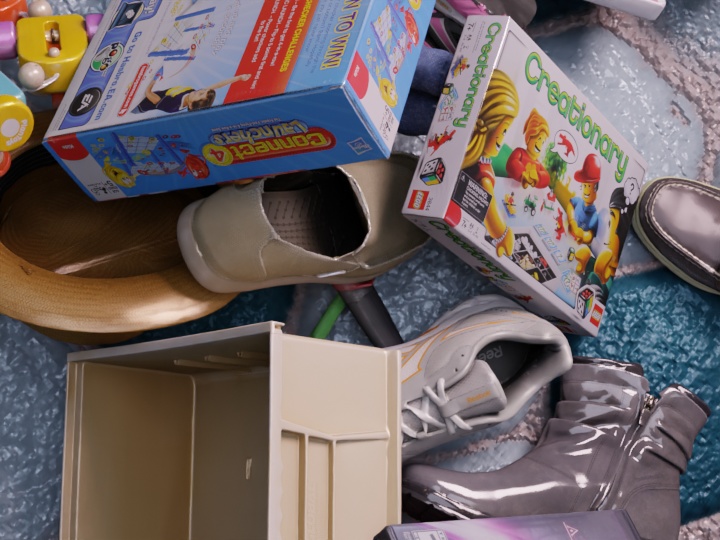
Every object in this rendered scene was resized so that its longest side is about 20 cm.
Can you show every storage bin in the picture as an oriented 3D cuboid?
[{"bbox_3d":[-0.077,0.141,0.780,0.093,0.199,0.200,10,76,-41],"label":"storage bin"}]

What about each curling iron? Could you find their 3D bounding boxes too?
[{"bbox_3d":[0.000,0.000,0.890,0.049,0.026,0.201,-32,98,-37],"label":"curling iron"}]

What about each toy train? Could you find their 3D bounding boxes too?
[{"bbox_3d":[-0.233,-0.115,0.837,0.149,0.056,0.200,9,37,11],"label":"toy train"}]

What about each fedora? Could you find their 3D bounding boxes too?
[{"bbox_3d":[-0.156,-0.015,0.848,0.199,0.082,0.201,8,47,-9],"label":"fedora"}]

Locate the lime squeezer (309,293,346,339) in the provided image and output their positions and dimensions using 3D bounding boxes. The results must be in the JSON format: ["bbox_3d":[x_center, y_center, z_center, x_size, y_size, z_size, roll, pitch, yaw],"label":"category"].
[{"bbox_3d":[-0.024,0.081,0.888,0.070,0.038,0.201,5,77,-5],"label":"lime squeezer"}]

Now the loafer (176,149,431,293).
[{"bbox_3d":[-0.012,-0.030,0.825,0.199,0.068,0.076,-17,88,-43],"label":"loafer"}]

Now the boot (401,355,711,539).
[{"bbox_3d":[0.120,0.114,0.897,0.199,0.070,0.132,17,75,-16],"label":"boot"}]

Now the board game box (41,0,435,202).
[{"bbox_3d":[-0.058,-0.141,0.805,0.195,0.056,0.201,-6,49,29],"label":"board game box"}]

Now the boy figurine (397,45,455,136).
[{"bbox_3d":[-0.020,-0.123,0.893,0.199,0.125,0.065,13,55,18],"label":"boy figurine"}]

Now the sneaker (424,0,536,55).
[{"bbox_3d":[0.014,-0.188,0.922,0.200,0.087,0.080,45,39,21],"label":"sneaker"}]

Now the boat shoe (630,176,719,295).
[{"bbox_3d":[0.275,-0.007,0.934,0.199,0.065,0.074,28,78,-3],"label":"boat shoe"}]

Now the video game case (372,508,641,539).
[{"bbox_3d":[0.108,0.196,0.747,0.199,0.019,0.143,5,50,-42],"label":"video game case"}]

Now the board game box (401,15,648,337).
[{"bbox_3d":[0.107,-0.052,0.868,0.034,0.200,0.127,9,74,39],"label":"board game box"}]

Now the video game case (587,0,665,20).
[{"bbox_3d":[0.102,-0.243,0.928,0.199,0.018,0.144,13,51,-15],"label":"video game case"}]

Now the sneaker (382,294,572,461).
[{"bbox_3d":[0.038,0.076,0.846,0.199,0.092,0.076,-32,106,-19],"label":"sneaker"}]
